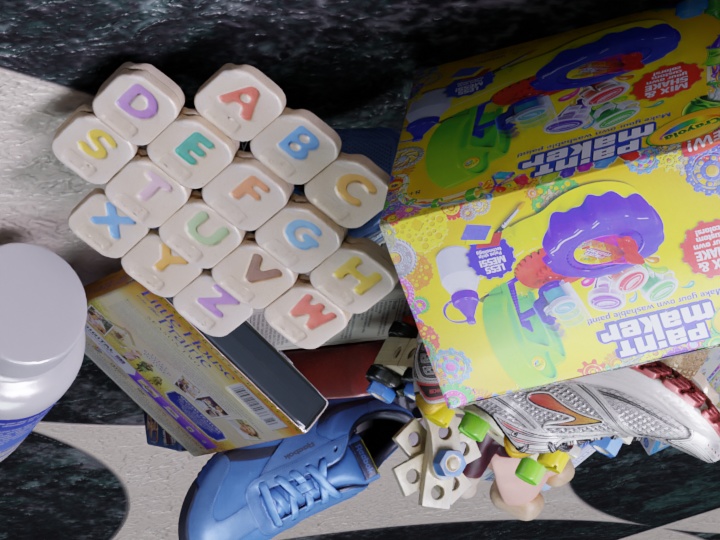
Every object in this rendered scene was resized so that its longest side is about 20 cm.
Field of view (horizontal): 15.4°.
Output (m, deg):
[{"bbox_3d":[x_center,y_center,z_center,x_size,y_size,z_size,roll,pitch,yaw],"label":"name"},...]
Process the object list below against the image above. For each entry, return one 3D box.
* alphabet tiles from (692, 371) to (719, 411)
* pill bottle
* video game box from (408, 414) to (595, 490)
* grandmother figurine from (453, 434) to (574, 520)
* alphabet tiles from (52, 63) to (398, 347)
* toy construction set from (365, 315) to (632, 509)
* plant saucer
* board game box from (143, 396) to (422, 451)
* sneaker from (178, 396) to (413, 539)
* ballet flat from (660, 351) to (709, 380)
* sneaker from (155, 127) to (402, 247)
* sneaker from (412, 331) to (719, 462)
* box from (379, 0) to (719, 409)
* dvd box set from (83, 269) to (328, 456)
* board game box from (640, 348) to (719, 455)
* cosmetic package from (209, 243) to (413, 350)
[{"bbox_3d":[0.166,0.032,1.776,0.015,0.196,0.200,-43,162,-6],"label":"alphabet tiles"},{"bbox_3d":[-0.245,0.055,1.752,0.111,0.113,0.200,0,160,-24],"label":"pill bottle"},{"bbox_3d":[0.158,0.085,2.005,0.200,0.047,0.182,-41,150,20],"label":"video game box"},{"bbox_3d":[0.107,0.112,1.892,0.060,0.121,0.200,28,159,23],"label":"grandmother figurine"},{"bbox_3d":[-0.077,-0.034,1.519,0.200,0.015,0.195,38,136,-15],"label":"alphabet tiles"},{"bbox_3d":[0.075,0.090,1.718,0.131,0.092,0.200,32,154,-18],"label":"toy construction set"},{"bbox_3d":[-0.013,0.066,1.898,0.199,0.037,0.199,-6,180,40],"label":"plant saucer"},{"bbox_3d":[-0.055,0.106,2.024,0.199,0.035,0.135,-7,180,-15],"label":"board game box"},{"bbox_3d":[-0.041,0.140,1.832,0.078,0.066,0.200,3,-153,44],"label":"sneaker"},{"bbox_3d":[0.203,-0.015,1.639,0.070,0.201,0.065,19,175,13],"label":"ballet flat"},{"bbox_3d":[-0.055,-0.050,1.564,0.199,0.079,0.089,-8,159,27],"label":"sneaker"},{"bbox_3d":[0.126,0.078,1.604,0.199,0.083,0.078,18,-174,11],"label":"sneaker"},{"bbox_3d":[0.132,-0.042,1.466,0.199,0.193,0.123,-14,117,15],"label":"box"},{"bbox_3d":[-0.117,0.058,1.750,0.146,0.029,0.200,44,157,-12],"label":"dvd box set"},{"bbox_3d":[0.283,0.056,1.992,0.134,0.034,0.200,-23,156,-19],"label":"board game box"},{"bbox_3d":[0.000,0.000,1.758,0.199,0.074,0.104,-6,162,-7],"label":"cosmetic package"}]
